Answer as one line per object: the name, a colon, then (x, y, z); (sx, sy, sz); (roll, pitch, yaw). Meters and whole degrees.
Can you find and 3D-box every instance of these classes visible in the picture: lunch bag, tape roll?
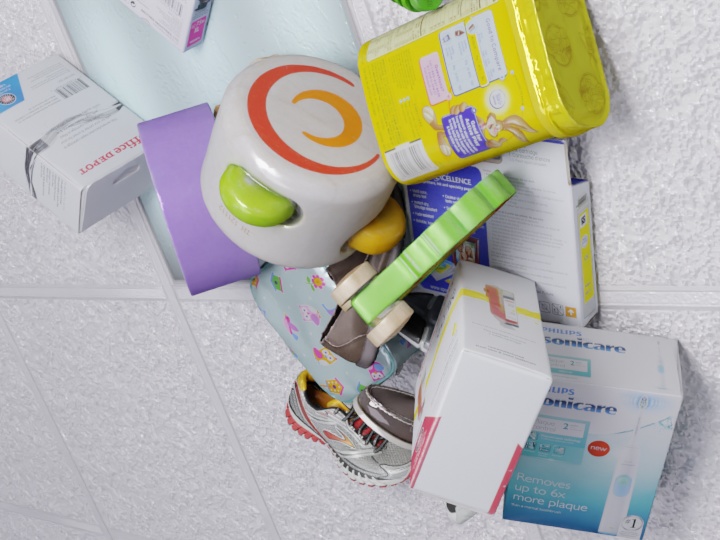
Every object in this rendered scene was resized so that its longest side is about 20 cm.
lunch bag: (-0.023, 0.047, 1.291); (0.201, 0.077, 0.160); (51, 138, 0)
tape roll: (-0.180, -0.079, 1.257); (0.200, 0.084, 0.202); (162, 90, -82)

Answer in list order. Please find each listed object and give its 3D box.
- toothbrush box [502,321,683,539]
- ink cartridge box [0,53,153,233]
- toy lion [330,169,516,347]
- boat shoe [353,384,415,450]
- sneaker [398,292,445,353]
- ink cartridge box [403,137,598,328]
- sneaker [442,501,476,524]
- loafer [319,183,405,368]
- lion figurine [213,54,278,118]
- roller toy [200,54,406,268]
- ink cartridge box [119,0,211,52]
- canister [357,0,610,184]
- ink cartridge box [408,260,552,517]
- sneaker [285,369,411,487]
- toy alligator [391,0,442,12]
toothbrush box: (0.222, 0.158, 1.101); (0.145, 0.086, 0.202); (8, 127, 5)
ink cartridge box: (-0.363, -0.160, 1.399); (0.199, 0.145, 0.084); (37, 138, 16)
toy lion: (0.064, -0.016, 1.047); (0.069, 0.191, 0.200); (47, 178, 4)
boat shoe: (0.089, 0.171, 1.251); (0.198, 0.072, 0.060); (27, 122, -7)
sneaker: (0.116, 0.104, 1.191); (0.198, 0.075, 0.116); (21, 138, 13)
ink cartridge box: (0.132, -0.055, 1.103); (0.196, 0.047, 0.202); (15, 125, 36)
sneaker: (0.095, 0.180, 1.123); (0.075, 0.200, 0.088); (-38, 96, 9)
loafer: (0.000, 0.000, 1.176); (0.070, 0.073, 0.202); (11, 92, -7)
lion figurine: (-0.089, -0.144, 1.229); (0.121, 0.073, 0.201); (5, 133, 35)
roller toy: (-0.056, -0.101, 1.091); (0.140, 0.198, 0.184); (118, 143, -49)
ink cartridge box: (-0.202, -0.346, 1.198); (0.119, 0.042, 0.201); (40, 140, 14)
canister: (0.101, -0.168, 0.983); (0.199, 0.086, 0.150); (-16, 89, 42)
ink cartridge box: (0.105, 0.099, 1.023); (0.083, 0.200, 0.146); (17, 112, -2)
sneaker: (-0.013, 0.193, 1.386); (0.199, 0.078, 0.083); (30, 134, 23)
toy alligator: (0.028, -0.268, 0.996); (0.200, 0.059, 0.055); (43, 133, 49)
